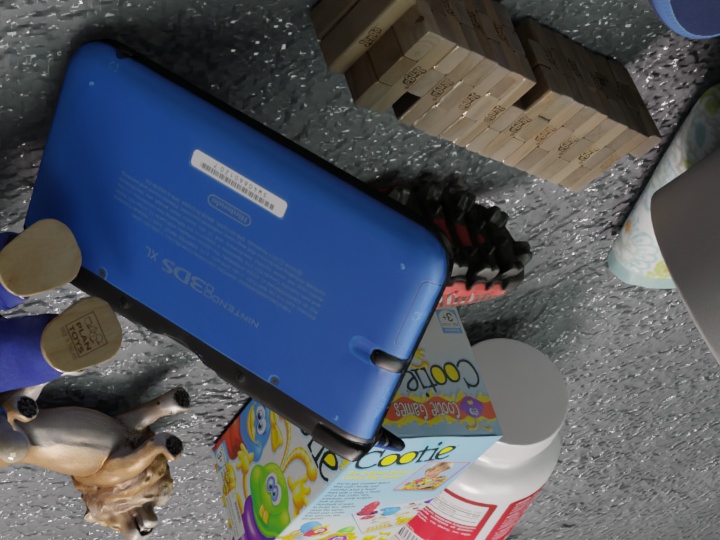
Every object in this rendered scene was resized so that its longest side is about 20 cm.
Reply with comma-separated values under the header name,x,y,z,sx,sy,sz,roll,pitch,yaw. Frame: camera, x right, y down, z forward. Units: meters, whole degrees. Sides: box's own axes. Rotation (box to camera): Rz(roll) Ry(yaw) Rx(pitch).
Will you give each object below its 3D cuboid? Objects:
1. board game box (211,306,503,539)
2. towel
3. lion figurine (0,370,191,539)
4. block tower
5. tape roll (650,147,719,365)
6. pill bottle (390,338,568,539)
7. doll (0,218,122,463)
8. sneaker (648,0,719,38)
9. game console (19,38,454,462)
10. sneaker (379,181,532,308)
name,x,y,z,sx,sy,sz,roll,pitch,yaw
board game box,-0.009,0.118,0.927,0.104,0.104,0.200,3,144,-33
towel,0.270,-0.061,0.852,0.199,0.048,0.172,-8,145,-18
lion figurine,-0.189,0.109,0.862,0.122,0.073,0.199,-30,135,33
block tower,0.068,-0.094,0.673,0.199,0.054,0.058,14,138,-43
tape roll,0.267,0.003,0.714,0.139,0.204,0.202,-35,147,25
pill bottle,0.083,0.138,1.003,0.111,0.113,0.200,-7,148,-19
doll,-0.197,0.033,0.668,0.199,0.137,0.048,-12,-161,46
sneaker,0.181,-0.164,0.588,0.073,0.083,0.200,-4,148,-14
game console,-0.051,-0.004,0.656,0.118,0.199,0.171,-38,155,-60
sneaker,0.000,0.000,0.771,0.199,0.071,0.098,0,145,-26
